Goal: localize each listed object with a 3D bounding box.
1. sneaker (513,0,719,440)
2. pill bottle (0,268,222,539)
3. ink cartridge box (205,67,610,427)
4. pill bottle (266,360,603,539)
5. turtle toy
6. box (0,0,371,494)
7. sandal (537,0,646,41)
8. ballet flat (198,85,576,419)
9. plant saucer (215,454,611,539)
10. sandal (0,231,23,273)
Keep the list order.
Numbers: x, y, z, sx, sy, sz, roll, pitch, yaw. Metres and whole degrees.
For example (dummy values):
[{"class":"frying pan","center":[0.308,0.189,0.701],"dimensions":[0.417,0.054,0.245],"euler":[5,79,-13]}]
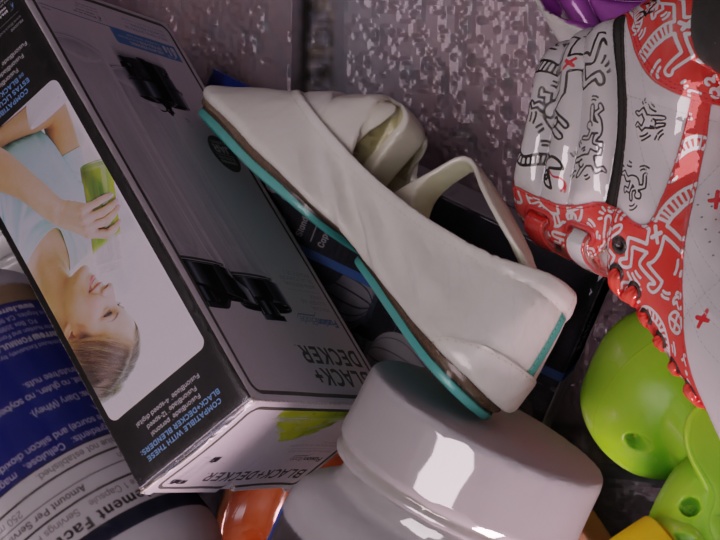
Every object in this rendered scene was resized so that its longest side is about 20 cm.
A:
[{"class":"sneaker","center":[0.116,0.001,0.747],"dimensions":[0.107,0.067,0.203],"euler":[-13,80,40]},{"class":"pill bottle","center":[-0.128,0.107,0.859],"dimensions":[0.116,0.115,0.200],"euler":[-47,70,22]},{"class":"ink cartridge box","center":[0.000,0.000,0.871],"dimensions":[0.199,0.039,0.100],"euler":[25,106,13]},{"class":"pill bottle","center":[0.006,0.144,0.765],"dimensions":[0.113,0.114,0.201],"euler":[27,99,20]},{"class":"turtle toy","center":[0.155,0.101,0.785],"dimensions":[0.145,0.101,0.201],"euler":[-31,81,-6]},{"class":"box","center":[-0.080,-0.012,0.811],"dimensions":[0.060,0.116,0.201],"euler":[-38,69,19]},{"class":"sandal","center":[0.105,-0.112,0.808],"dimensions":[0.203,0.050,0.083],"euler":[45,112,14]},{"class":"ballet flat","center":[0.013,-0.025,0.786],"dimensions":[0.200,0.069,0.070],"euler":[47,114,38]},{"class":"plant saucer","center":[0.028,0.142,0.868],"dimensions":[0.199,0.032,0.202],"euler":[14,119,26]},{"class":"sandal","center":[-0.137,-0.033,0.938],"dimensions":[0.082,0.050,0.204],"euler":[-8,105,4]}]
